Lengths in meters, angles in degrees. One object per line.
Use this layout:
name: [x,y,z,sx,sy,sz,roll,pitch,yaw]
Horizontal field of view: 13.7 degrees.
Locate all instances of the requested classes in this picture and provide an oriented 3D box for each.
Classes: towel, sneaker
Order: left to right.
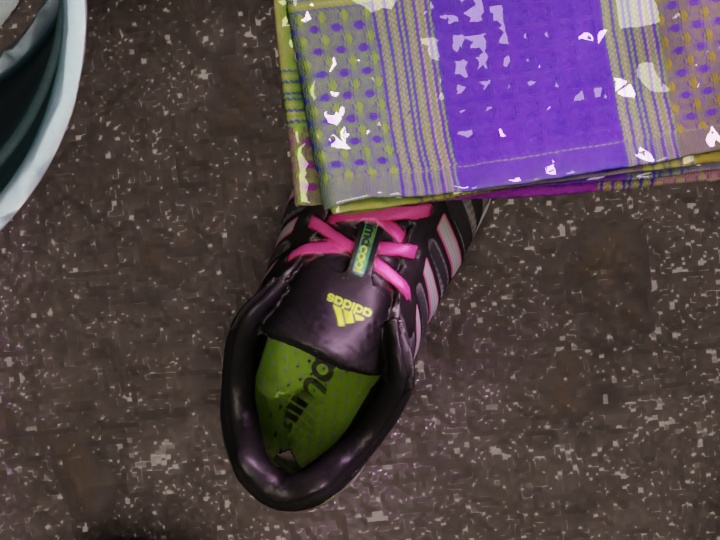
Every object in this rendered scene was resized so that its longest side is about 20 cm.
sneaker: [0.000,0.000,1.048,0.074,0.087,0.200,20,104,-2]
towel: [0.070,-0.097,1.019,0.199,0.023,0.144,-6,90,-9]

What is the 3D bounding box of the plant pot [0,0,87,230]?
plant pot: [-0.173,-0.103,0.976,0.200,0.196,0.201,1,104,4]
